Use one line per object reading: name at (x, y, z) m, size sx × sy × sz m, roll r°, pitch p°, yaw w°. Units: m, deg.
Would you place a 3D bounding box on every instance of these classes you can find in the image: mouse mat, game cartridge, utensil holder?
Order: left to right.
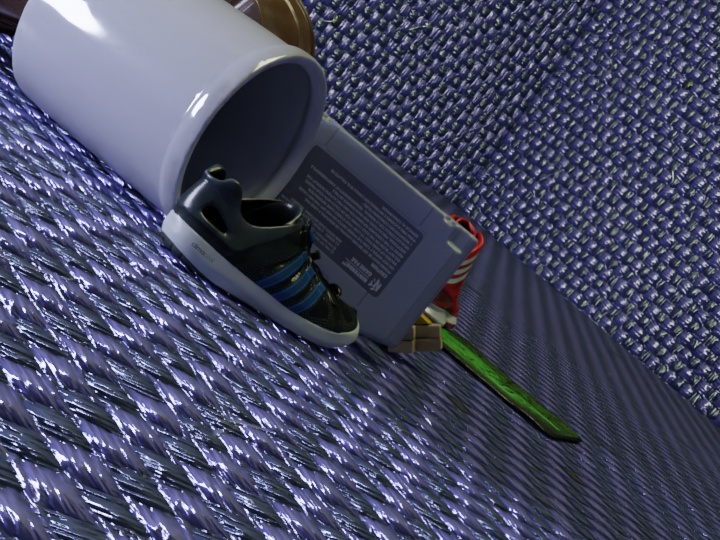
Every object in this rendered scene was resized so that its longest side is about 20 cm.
utensil holder at (-0.155, -0.150, 1.250) m, size 0.200 × 0.171 × 0.170 m, roll 38°, pitch 7°, yaw 22°
game cartridge at (-0.012, -0.033, 1.328) m, size 0.200 × 0.133 × 0.041 m, roll 42°, pitch 1°, yaw 26°
mouse mat at (0.149, 0.118, 1.688) m, size 0.200 × 0.008 × 0.161 m, roll 39°, pitch 7°, yaw 21°

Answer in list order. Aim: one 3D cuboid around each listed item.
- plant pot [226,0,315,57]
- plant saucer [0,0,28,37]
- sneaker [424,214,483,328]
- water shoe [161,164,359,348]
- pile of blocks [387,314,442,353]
plant pot at (-0.170, -0.288, 1.945) m, size 0.200 × 0.201 × 0.198 m, roll 38°, pitch 6°, yaw 6°
plant saucer at (-0.307, -0.227, 1.340) m, size 0.198 × 0.035 × 0.200 m, roll 18°, pitch -2°, yaw 1°
sneaker at (0.104, 0.000, 1.769) m, size 0.078 × 0.116 × 0.200 m, roll 33°, pitch 6°, yaw -1°
water shoe at (-0.055, -0.007, 1.166) m, size 0.199 × 0.079 × 0.071 m, roll 31°, pitch 9°, yaw -43°
pile of blocks at (0.000, 0.000, 1.394) m, size 0.199 × 0.082 × 0.062 m, roll 38°, pitch 6°, yaw 3°
